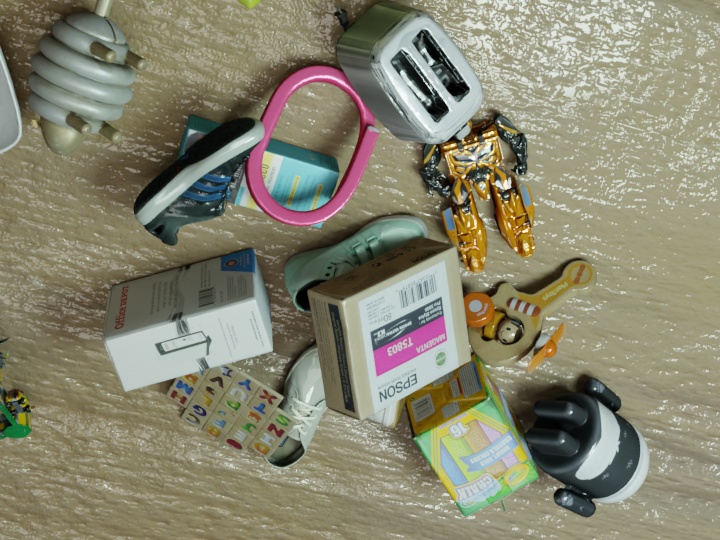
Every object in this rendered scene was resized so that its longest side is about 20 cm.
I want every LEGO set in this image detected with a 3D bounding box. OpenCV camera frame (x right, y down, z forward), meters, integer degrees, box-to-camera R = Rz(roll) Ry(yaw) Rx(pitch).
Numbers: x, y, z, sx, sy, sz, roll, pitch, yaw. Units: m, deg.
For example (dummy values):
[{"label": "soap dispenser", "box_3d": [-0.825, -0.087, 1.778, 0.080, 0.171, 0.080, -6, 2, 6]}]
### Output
[{"label": "LEGO set", "box_3d": [-0.532, 0.158, 1.804, 0.198, 0.117, 0.154, -17, 146, 7]}]

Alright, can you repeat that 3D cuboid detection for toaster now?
[{"label": "toaster", "box_3d": [0.058, -0.239, 1.628, 0.114, 0.129, 0.200, -43, 114, -8]}]

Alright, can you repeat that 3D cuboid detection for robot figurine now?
[{"label": "robot figurine", "box_3d": [0.313, 0.245, 1.892, 0.199, 0.125, 0.150, 32, 107, -38]}, {"label": "robot figurine", "box_3d": [0.158, -0.102, 1.755, 0.143, 0.058, 0.202, -18, 117, 2]}]

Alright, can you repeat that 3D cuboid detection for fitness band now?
[{"label": "fitness band", "box_3d": [-0.060, -0.152, 1.678, 0.142, 0.037, 0.202, 24, 86, -12]}]

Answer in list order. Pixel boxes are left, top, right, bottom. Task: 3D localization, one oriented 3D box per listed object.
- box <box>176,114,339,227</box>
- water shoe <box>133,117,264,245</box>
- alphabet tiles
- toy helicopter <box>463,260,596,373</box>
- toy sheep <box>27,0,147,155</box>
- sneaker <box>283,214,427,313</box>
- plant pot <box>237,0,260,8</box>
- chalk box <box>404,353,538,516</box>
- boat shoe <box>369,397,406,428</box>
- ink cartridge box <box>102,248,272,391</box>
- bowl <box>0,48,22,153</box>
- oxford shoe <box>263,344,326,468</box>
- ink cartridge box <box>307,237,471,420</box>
[{"label": "box", "box_3d": [-0.132, -0.124, 1.720, 0.198, 0.049, 0.083, 15, 113, -13]}, {"label": "water shoe", "box_3d": [-0.183, -0.109, 1.660, 0.199, 0.072, 0.079, -34, 119, 18]}, {"label": "alphabet tiles", "box_3d": [-0.173, 0.183, 1.814, 0.165, 0.006, 0.200, 32, 145, -4]}, {"label": "toy helicopter", "box_3d": [0.236, 0.059, 1.814, 0.199, 0.133, 0.079, -34, 146, -8]}, {"label": "toy sheep", "box_3d": [-0.324, -0.231, 1.605, 0.137, 0.138, 0.202, 22, 99, -16]}, {"label": "sneaker", "box_3d": [0.000, 0.000, 1.756, 0.199, 0.118, 0.074, -21, 115, 3]}, {"label": "plant pot", "box_3d": [-0.130, -0.422, 1.503, 0.199, 0.182, 0.200, 40, 107, -22]}, {"label": "chalk box", "box_3d": [0.163, 0.243, 1.889, 0.123, 0.125, 0.201, -29, 116, 9]}, {"label": "boat shoe", "box_3d": [0.035, 0.112, 1.841, 0.069, 0.071, 0.202, 14, 104, 11]}, {"label": "ink cartridge box", "box_3d": [-0.219, 0.061, 1.748, 0.198, 0.146, 0.085, -15, 118, 3]}, {"label": "bowl", "box_3d": [-0.511, -0.224, 1.619, 0.198, 0.075, 0.202, -13, 116, 0]}, {"label": "oxford shoe", "box_3d": [-0.080, 0.192, 1.876, 0.075, 0.058, 0.201, 22, 110, -14]}, {"label": "ink cartridge box", "box_3d": [0.040, 0.070, 1.717, 0.199, 0.075, 0.167, -26, 116, -35]}]
